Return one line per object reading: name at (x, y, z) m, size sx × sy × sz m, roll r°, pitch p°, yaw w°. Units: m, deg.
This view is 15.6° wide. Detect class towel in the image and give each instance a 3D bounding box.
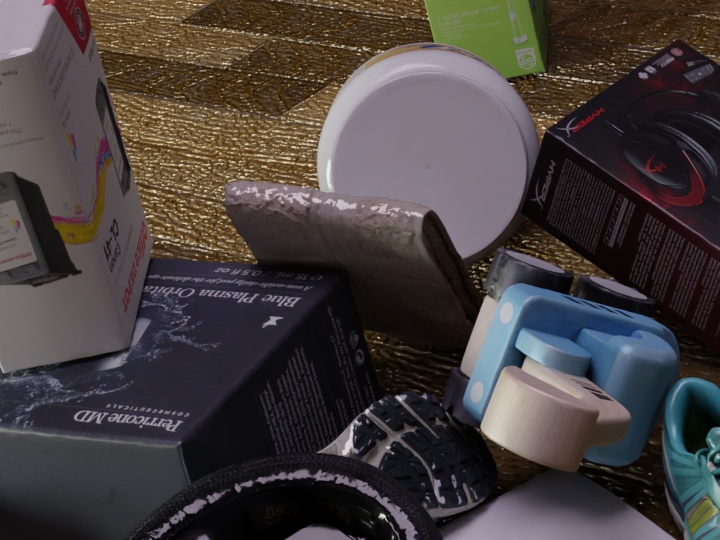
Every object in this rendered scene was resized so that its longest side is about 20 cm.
towel at (0.000, 0.000, 1.626) m, size 0.132 × 0.200 × 0.034 m, roll 8°, pitch 70°, yaw 18°

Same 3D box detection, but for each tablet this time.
tablet at (0.062, 0.171, 1.446) m, size 0.200 × 0.014 × 0.130 m, roll -24°, pitch 27°, yaw -20°

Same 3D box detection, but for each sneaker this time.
sneaker at (-0.009, 0.131, 1.491) m, size 0.200 × 0.078 × 0.086 m, roll -16°, pitch -22°, yaw -41°
sneaker at (0.202, 0.124, 1.392) m, size 0.077 × 0.080 × 0.200 m, roll -18°, pitch 27°, yaw -8°

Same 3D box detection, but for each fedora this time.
fedora at (-0.041, 0.193, 1.344) m, size 0.200 × 0.092 × 0.201 m, roll -9°, pitch 55°, yaw 13°

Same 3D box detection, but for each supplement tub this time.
supplement tub at (0.045, -0.075, 1.735) m, size 0.145 × 0.145 × 0.200 m, roll -14°, pitch 7°, yaw 2°

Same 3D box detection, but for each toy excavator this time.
toy excavator at (0.118, 0.063, 1.435) m, size 0.194 × 0.100 × 0.200 m, roll 15°, pitch 10°, yaw -34°

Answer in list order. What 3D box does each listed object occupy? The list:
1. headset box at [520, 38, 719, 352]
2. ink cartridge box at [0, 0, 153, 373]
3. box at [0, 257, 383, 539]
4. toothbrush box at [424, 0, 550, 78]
headset box at (0.226, -0.039, 1.633) m, size 0.200 × 0.075 × 0.149 m, roll 37°, pitch 48°, yaw 23°
ink cartridge box at (-0.193, -0.064, 1.565) m, size 0.086 × 0.200 × 0.148 m, roll -12°, pitch 27°, yaw 9°
box at (-0.121, 0.090, 1.584) m, size 0.197 × 0.117 × 0.200 m, roll 3°, pitch 32°, yaw 31°
toothbrush box at (0.089, -0.266, 2.080) m, size 0.086 × 0.200 × 0.146 m, roll -9°, pitch 28°, yaw 10°
